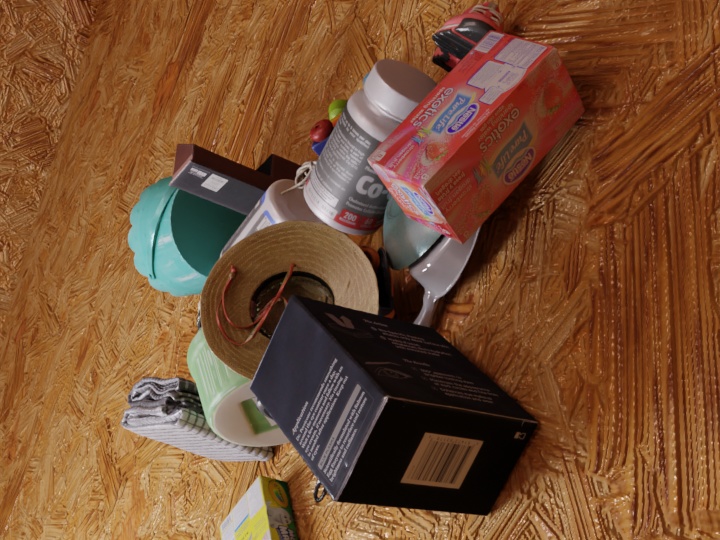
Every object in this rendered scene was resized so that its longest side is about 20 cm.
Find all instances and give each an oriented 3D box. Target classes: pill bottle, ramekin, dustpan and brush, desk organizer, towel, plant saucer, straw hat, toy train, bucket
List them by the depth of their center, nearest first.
[{"bbox_3d":[0.086,0.001,1.188,0.200,0.057,0.140,-60,16,1],"label":"dustpan and brush"},{"bbox_3d":[-0.075,0.045,1.188,0.085,0.200,0.202,71,-152,-73],"label":"straw hat"},{"bbox_3d":[0.075,-0.096,1.211,0.201,0.039,0.201,-52,17,23],"label":"plant saucer"},{"bbox_3d":[-0.108,0.132,1.295,0.200,0.200,0.098,-49,43,34],"label":"ramekin"},{"bbox_3d":[0.018,-0.153,1.305,0.200,0.114,0.114,-60,31,32],"label":"pill bottle"},{"bbox_3d":[-0.033,-0.189,1.428,0.200,0.085,0.116,-30,34,24],"label":"toy train"},{"bbox_3d":[-0.226,0.205,1.478,0.200,0.165,0.086,-16,54,55],"label":"towel"},{"bbox_3d":[-0.131,-0.025,1.502,0.200,0.114,0.114,-48,36,34],"label":"pill bottle"},{"bbox_3d":[-0.175,-0.139,1.555,0.072,0.200,0.077,-37,41,45],"label":"desk organizer"},{"bbox_3d":[-0.251,-0.064,1.650,0.135,0.207,0.208,-11,64,52],"label":"bucket"}]

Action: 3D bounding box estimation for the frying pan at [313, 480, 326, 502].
[{"bbox_3d":[-0.004,0.196,1.227,0.115,0.031,0.191,10,111,30],"label":"frying pan"}]

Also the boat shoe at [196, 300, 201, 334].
[{"bbox_3d":[-0.111,0.072,1.348,0.068,0.199,0.072,-92,3,-50],"label":"boat shoe"}]

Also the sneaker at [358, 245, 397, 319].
[{"bbox_3d":[0.000,0.000,1.263,0.200,0.077,0.112,-124,22,-44],"label":"sneaker"}]

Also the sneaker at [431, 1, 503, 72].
[{"bbox_3d":[0.130,-0.278,1.203,0.087,0.074,0.200,-59,4,0],"label":"sneaker"}]

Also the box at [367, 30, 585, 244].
[{"bbox_3d":[0.121,-0.139,1.076,0.200,0.095,0.103,-47,40,-11],"label":"box"}]

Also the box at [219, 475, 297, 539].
[{"bbox_3d":[-0.123,0.375,1.324,0.117,0.048,0.200,-53,32,28],"label":"box"}]

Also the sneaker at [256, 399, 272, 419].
[{"bbox_3d":[-0.041,0.185,1.172,0.199,0.083,0.071,29,140,24],"label":"sneaker"}]

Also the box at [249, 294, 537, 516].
[{"bbox_3d":[0.029,0.133,1.035,0.200,0.196,0.118,43,112,50],"label":"box"}]
